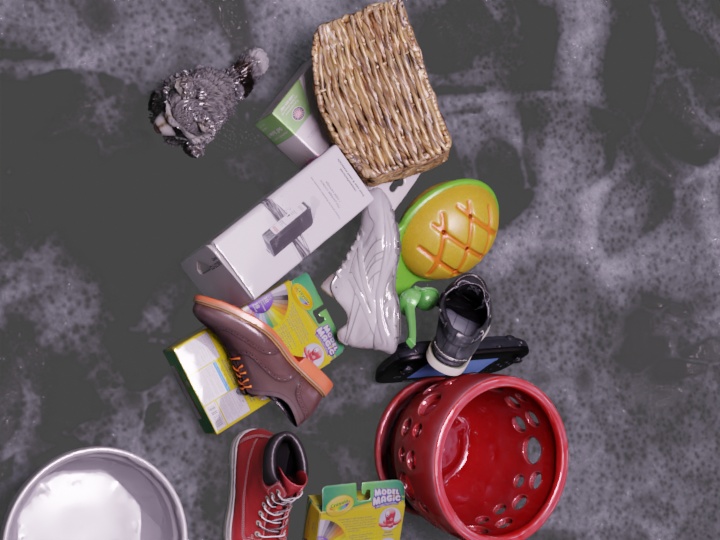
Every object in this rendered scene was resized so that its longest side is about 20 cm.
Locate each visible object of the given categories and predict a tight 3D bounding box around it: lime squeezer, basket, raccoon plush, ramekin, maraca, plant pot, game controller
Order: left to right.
[{"bbox_3d":[-0.295,0.293,1.229,0.198,0.105,0.203,4,82,-26],"label":"ramekin"},{"bbox_3d":[-0.173,-0.222,1.334,0.097,0.134,0.201,40,69,-15],"label":"raccoon plush"},{"bbox_3d":[0.019,-0.209,1.397,0.141,0.149,0.203,-20,90,3],"label":"basket"},{"bbox_3d":[0.088,0.047,1.454,0.070,0.038,0.199,34,21,19],"label":"lime squeezer"},{"bbox_3d":[0.094,-0.041,1.466,0.198,0.107,0.138,-30,127,-11],"label":"maraca"},{"bbox_3d":[0.117,0.118,1.458,0.197,0.105,0.043,-2,60,-26],"label":"game controller"},{"bbox_3d":[0.128,0.223,1.400,0.198,0.182,0.204,0,91,-27],"label":"plant pot"}]

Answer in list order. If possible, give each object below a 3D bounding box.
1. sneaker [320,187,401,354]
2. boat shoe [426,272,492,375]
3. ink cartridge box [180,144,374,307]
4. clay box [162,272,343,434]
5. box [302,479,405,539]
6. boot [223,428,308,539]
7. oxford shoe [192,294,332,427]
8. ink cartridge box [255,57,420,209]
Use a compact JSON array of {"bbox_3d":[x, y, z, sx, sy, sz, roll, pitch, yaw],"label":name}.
[{"bbox_3d":[0.000,0.000,1.377,0.098,0.078,0.203,0,87,5],"label":"sneaker"},{"bbox_3d":[0.131,0.048,1.412,0.074,0.067,0.200,27,34,7],"label":"boat shoe"},{"bbox_3d":[-0.101,-0.045,1.342,0.199,0.144,0.084,-40,97,-24],"label":"ink cartridge box"},{"bbox_3d":[-0.125,0.097,1.370,0.199,0.047,0.116,-30,98,-28],"label":"clay box"},{"bbox_3d":[-0.015,0.340,1.357,0.116,0.048,0.203,1,108,-27],"label":"box"},{"bbox_3d":[-0.102,0.286,1.305,0.072,0.144,0.203,-1,85,-28],"label":"boot"},{"bbox_3d":[-0.122,0.103,1.306,0.199,0.071,0.073,40,73,-17],"label":"oxford shoe"},{"bbox_3d":[-0.021,-0.163,1.442,0.200,0.067,0.118,43,66,-15],"label":"ink cartridge box"}]
